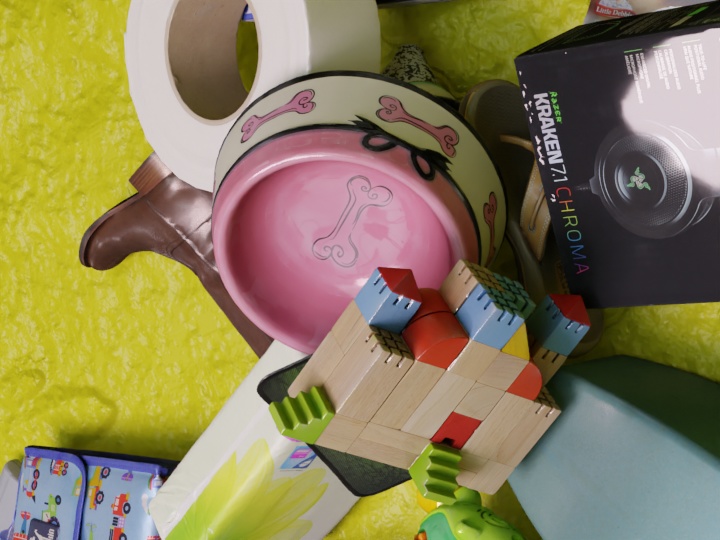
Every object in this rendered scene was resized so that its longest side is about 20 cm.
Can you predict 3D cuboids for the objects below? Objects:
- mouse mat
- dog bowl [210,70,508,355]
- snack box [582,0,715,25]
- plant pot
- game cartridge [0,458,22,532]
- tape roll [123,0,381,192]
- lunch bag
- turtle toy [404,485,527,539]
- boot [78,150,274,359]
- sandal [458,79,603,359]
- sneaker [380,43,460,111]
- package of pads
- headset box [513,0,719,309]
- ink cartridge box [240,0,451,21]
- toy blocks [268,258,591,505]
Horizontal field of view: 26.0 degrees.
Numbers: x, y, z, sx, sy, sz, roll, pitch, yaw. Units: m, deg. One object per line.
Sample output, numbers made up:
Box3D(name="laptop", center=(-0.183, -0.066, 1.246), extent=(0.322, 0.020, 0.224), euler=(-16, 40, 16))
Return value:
Box3D(name="mouse mat", center=(0.036, 0.088, 1.057), extent=(0.161, 0.200, 0.008), euler=(-25, 52, 9))
Box3D(name="dog bowl", center=(-0.007, -0.025, 1.016), extent=(0.200, 0.074, 0.200), euler=(6, 126, 9))
Box3D(name="snack box", center=(0.237, -0.136, 1.001), extent=(0.200, 0.024, 0.072), euler=(27, 115, 25))
Box3D(name="plant pot", center=(0.205, 0.147, 1.012), extent=(0.200, 0.141, 0.141), euler=(36, 116, 34))
Box3D(name="game cartridge", center=(-0.263, 0.276, 1.384), extent=(0.200, 0.042, 0.133), euler=(35, 111, 22))
Box3D(name="tape roll", center=(-0.080, -0.156, 1.099), extent=(0.202, 0.071, 0.203), euler=(9, 102, 44))
Box3D(name="lunch bag", center=(-0.220, 0.228, 1.300), extent=(0.200, 0.094, 0.151), euler=(1, 84, 34))
Box3D(name="turtle toy", center=(0.090, 0.240, 1.098), extent=(0.146, 0.101, 0.200), euler=(31, 154, 41))
Box3D(name="boot", center=(-0.121, 0.014, 1.234), extent=(0.200, 0.064, 0.186), euler=(47, 141, 1))
Box3D(name="sandal", center=(0.128, -0.037, 1.053), extent=(0.054, 0.080, 0.200), euler=(-14, 98, 51))
Box3D(name="sneaker", center=(0.002, -0.089, 1.145), extent=(0.200, 0.077, 0.089), euler=(-42, 42, 37))
Box3D(name="package of pads", center=(-0.044, 0.130, 1.150), extent=(0.200, 0.154, 0.068), euler=(-51, 59, 26))
Box3D(name="headset box", center=(0.219, -0.073, 0.959), extent=(0.200, 0.093, 0.174), euler=(-4, 109, 37))
Box3D(name="ink cartridge box", center=(0.003, -0.234, 1.117), extent=(0.200, 0.044, 0.094), euler=(0, 98, 32))
Box3D(name="toy blocks", center=(0.057, 0.058, 0.960), extent=(0.137, 0.200, 0.100), euler=(-55, 38, 20))
